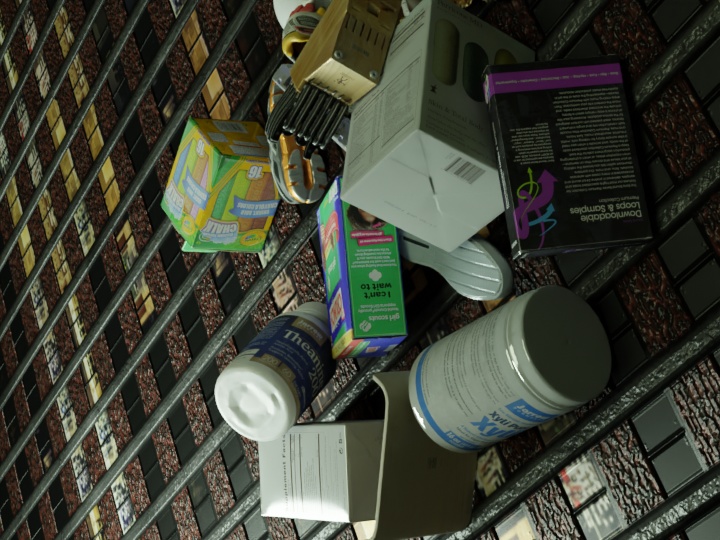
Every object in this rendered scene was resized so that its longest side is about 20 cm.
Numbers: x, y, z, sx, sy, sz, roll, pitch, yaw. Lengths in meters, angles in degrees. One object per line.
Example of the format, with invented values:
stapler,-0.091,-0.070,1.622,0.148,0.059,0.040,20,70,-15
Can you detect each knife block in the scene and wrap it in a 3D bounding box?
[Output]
knife block,-0.038,-0.232,1.488,0.175,0.064,0.201,-27,42,55

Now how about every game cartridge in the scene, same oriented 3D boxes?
game cartridge,-0.025,-0.179,1.655,0.038,0.129,0.200,-49,46,6

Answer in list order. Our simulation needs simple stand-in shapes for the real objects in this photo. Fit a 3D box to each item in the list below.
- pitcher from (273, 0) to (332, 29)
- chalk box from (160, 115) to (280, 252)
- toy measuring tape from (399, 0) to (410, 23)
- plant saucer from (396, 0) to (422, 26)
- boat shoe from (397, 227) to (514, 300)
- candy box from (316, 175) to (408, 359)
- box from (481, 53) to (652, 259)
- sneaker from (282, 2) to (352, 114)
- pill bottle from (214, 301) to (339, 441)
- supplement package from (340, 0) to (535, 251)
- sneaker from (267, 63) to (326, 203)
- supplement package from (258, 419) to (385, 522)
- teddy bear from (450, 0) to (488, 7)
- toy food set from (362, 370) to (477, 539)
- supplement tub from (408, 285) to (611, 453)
pitcher,-0.079,-0.369,1.664,0.122,0.171,0.200,-57,31,18
chalk box,-0.203,-0.105,1.893,0.124,0.124,0.201,48,127,43
toy measuring tape,0.084,-0.300,1.524,0.073,0.073,0.201,2,119,53
plant saucer,0.041,-0.265,1.647,0.200,0.032,0.202,-5,84,54
boat shoe,0.119,-0.022,1.503,0.200,0.062,0.073,32,123,50
candy box,0.000,0.000,1.604,0.169,0.076,0.202,129,135,-74
box,0.209,-0.117,1.323,0.036,0.142,0.202,116,147,-73
sneaker,-0.022,-0.227,1.574,0.078,0.200,0.082,-39,17,36
pill bottle,-0.094,0.122,1.667,0.110,0.200,0.112,12,121,20
supplement package,0.088,-0.161,1.424,0.151,0.151,0.201,-39,35,45
sneaker,-0.099,-0.186,1.798,0.077,0.078,0.202,-20,71,61
supplement package,-0.027,0.251,1.643,0.199,0.121,0.121,-10,81,53
teddy bear,0.126,-0.404,1.505,0.145,0.066,0.202,18,104,50
toy food set,0.064,0.216,1.503,0.060,0.143,0.202,11,98,53
supplement tub,0.156,0.109,1.393,0.200,0.131,0.133,-33,63,49
